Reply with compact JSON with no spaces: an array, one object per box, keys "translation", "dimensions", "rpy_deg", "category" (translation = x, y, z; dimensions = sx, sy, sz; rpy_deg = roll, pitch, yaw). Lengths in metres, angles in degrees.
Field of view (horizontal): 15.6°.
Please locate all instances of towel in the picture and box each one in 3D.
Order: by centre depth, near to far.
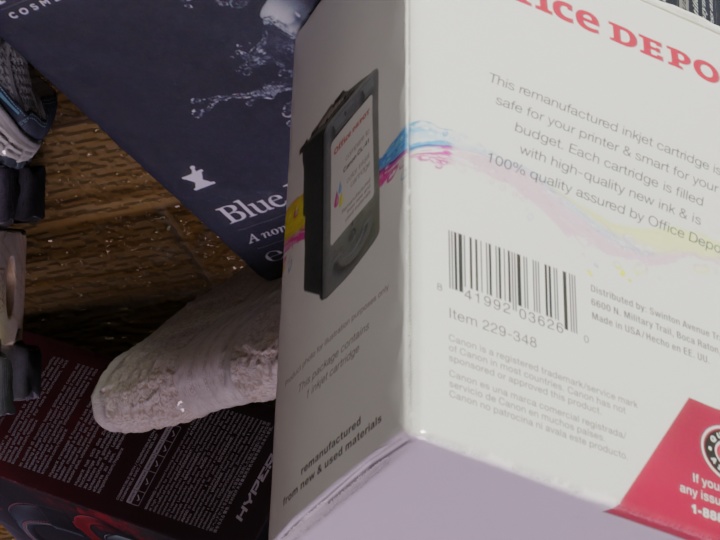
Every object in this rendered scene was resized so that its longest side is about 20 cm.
[{"translation":[0.000,0.000,1.009],"dimensions":[0.133,0.200,0.034],"rpy_deg":[-18,103,40],"category":"towel"}]

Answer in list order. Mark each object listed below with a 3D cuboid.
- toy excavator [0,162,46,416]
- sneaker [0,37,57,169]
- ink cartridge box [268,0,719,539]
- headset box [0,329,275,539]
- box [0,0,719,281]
[{"translation":[-0.232,0.006,1.021],"dimensions":[0.200,0.100,0.194],"rpy_deg":[1,-179,2],"category":"toy excavator"},{"translation":[-0.147,-0.106,0.958],"dimensions":[0.086,0.078,0.200],"rpy_deg":[-49,154,-4],"category":"sneaker"},{"translation":[0.055,0.006,0.804],"dimensions":[0.148,0.200,0.086],"rpy_deg":[21,138,-23],"category":"ink cartridge box"},{"translation":[-0.086,0.108,1.192],"dimensions":[0.200,0.075,0.149],"rpy_deg":[15,155,32],"category":"headset box"},{"translation":[-0.005,-0.117,0.906],"dimensions":[0.197,0.117,0.200],"rpy_deg":[-20,137,27],"category":"box"}]
